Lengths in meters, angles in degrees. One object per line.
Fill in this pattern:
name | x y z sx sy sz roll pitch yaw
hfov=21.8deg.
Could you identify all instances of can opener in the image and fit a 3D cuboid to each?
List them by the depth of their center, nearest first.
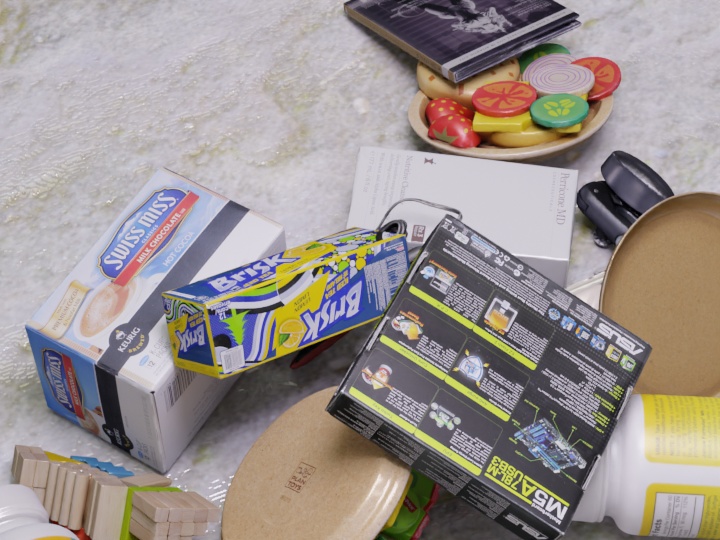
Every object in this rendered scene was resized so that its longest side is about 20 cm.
can opener | 0.270 -0.015 1.666 0.063 0.079 0.200 -28 67 -29

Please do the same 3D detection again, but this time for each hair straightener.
hair straightener | 0.000 0.000 1.601 0.200 0.041 0.077 -35 97 12

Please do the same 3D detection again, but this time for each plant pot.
plant pot | 0.279 0.033 1.580 0.200 0.200 0.027 -33 17 -21

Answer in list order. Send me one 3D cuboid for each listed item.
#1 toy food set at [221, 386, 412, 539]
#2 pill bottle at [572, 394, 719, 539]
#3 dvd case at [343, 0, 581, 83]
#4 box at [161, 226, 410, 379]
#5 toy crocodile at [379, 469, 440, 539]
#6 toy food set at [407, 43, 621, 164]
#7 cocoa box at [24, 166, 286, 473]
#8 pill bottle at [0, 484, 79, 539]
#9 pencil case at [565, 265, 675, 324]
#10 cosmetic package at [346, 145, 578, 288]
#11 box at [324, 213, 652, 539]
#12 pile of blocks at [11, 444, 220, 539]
toy food set | -0.034 0.176 1.471 0.200 0.049 0.198 -6 50 46
pill bottle | 0.263 0.158 1.505 0.200 0.114 0.114 3 54 2
dvd case | 0.097 -0.250 1.825 0.149 0.016 0.200 -26 38 -21
box | -0.056 0.023 1.500 0.200 0.064 0.070 -19 18 -34
toy crocodile | 0.041 0.172 1.527 0.062 0.068 0.200 23 57 -7
toy food set | 0.143 -0.162 1.747 0.198 0.049 0.200 1 33 12
cocoa box | -0.167 0.040 1.583 0.131 0.133 0.200 26 59 18
pill bottle | -0.247 0.267 1.432 0.113 0.113 0.200 -25 57 -17
pencil case | 0.166 0.054 1.599 0.200 0.090 0.078 -21 12 -14
cosmetic package | 0.091 -0.038 1.670 0.200 0.081 0.113 4 52 5
box | 0.102 0.083 1.431 0.200 0.048 0.193 32 59 -2
pile of blocks | -0.204 0.196 1.521 0.200 0.062 0.082 15 9 32
